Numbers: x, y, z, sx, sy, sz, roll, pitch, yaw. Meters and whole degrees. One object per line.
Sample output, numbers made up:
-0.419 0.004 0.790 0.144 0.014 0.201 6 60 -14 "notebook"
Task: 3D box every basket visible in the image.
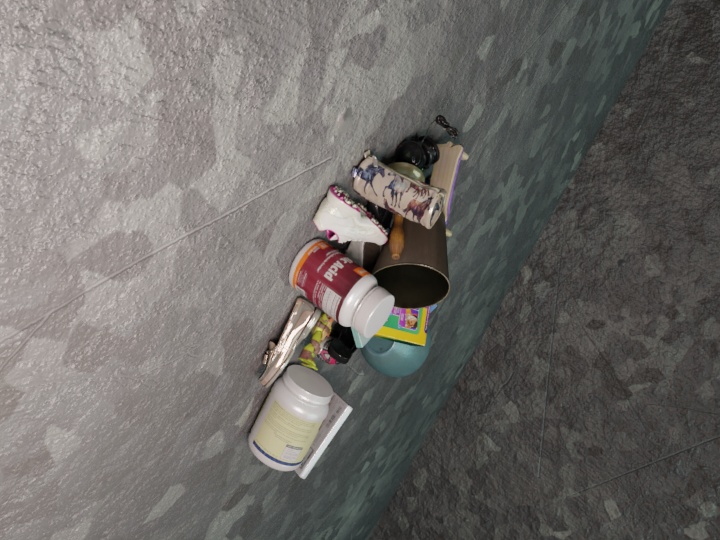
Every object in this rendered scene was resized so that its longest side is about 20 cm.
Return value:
0.117 -0.042 1.375 0.137 0.176 0.203 58 35 -40 "basket"

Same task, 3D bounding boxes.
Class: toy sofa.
0.199 -0.189 1.504 0.082 0.096 0.206 21 80 -46 "toy sofa"

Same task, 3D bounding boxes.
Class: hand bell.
0.079 -0.110 1.322 0.105 0.101 0.204 89 5 -55 "hand bell"

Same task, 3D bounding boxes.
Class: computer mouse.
0.058 -0.090 1.448 0.059 0.033 0.203 -61 139 -39 "computer mouse"

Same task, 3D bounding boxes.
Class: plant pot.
0.073 0.176 1.694 0.203 0.198 0.134 -58 156 6 "plant pot"

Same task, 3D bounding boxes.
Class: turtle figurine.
-0.088 0.134 1.458 0.164 0.063 0.200 -66 -176 -19 "turtle figurine"

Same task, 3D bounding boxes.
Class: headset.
0.135 -0.244 1.402 0.123 0.094 0.202 -28 156 -50 "headset"

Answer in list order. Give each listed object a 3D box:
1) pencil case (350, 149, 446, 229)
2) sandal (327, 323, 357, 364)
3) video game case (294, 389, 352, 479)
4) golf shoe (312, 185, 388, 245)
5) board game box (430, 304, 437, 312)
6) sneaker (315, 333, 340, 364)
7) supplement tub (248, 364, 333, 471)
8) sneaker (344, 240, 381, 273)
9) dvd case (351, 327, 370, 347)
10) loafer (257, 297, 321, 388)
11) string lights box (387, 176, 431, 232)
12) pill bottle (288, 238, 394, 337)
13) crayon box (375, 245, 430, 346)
0.076 -0.155 1.257 0.078 0.197 0.091 -41 148 -37 "pencil case"
-0.031 0.162 1.547 0.049 0.074 0.201 -58 -175 16 "sandal"
-0.125 0.381 1.597 0.023 0.181 0.202 40 83 -35 "video game case"
-0.020 -0.091 1.290 0.092 0.076 0.199 -47 138 9 "golf shoe"
0.121 0.032 1.640 0.151 0.036 0.205 -35 108 -51 "board game box"
-0.055 0.201 1.623 0.082 0.074 0.199 -62 158 14 "sneaker"
-0.159 0.338 1.490 0.203 0.144 0.144 -62 157 13 "supplement tub"
0.000 0.000 1.430 0.071 0.084 0.205 -3 112 -32 "sneaker"
0.027 0.072 1.566 0.200 0.022 0.150 -41 122 -52 "dvd case"
-0.162 0.149 1.367 0.202 0.062 0.072 -54 -169 0 "loafer"
0.135 -0.141 1.583 0.199 0.058 0.104 -39 153 -37 "string lights box"
-0.037 0.036 1.272 0.114 0.198 0.115 -44 155 -27 "pill bottle"
0.088 0.063 1.533 0.169 0.058 0.206 17 77 -32 "crayon box"
